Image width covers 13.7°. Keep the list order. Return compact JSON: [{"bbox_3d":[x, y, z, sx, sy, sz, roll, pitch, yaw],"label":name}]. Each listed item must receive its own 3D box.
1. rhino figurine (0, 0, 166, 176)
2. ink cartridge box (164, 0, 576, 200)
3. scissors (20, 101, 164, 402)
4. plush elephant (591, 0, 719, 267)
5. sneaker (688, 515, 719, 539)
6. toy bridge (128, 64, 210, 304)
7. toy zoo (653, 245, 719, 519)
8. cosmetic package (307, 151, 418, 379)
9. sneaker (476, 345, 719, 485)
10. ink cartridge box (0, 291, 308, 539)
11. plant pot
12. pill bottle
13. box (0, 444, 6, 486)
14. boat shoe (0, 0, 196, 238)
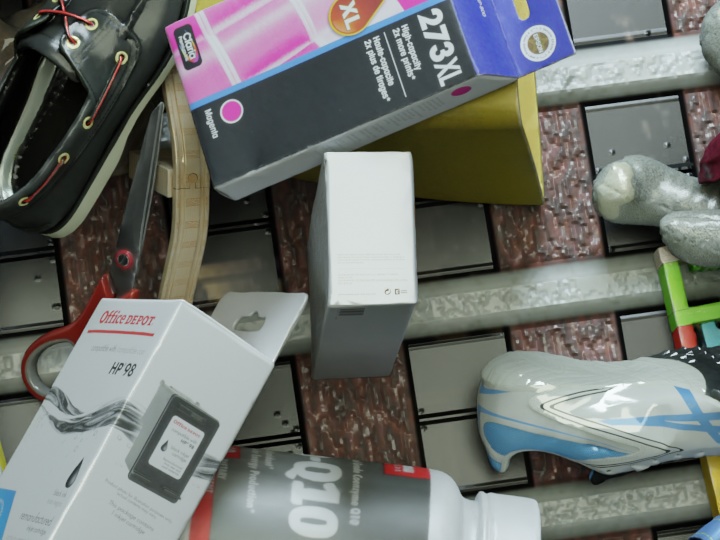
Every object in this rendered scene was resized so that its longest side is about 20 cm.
[{"bbox_3d":[-0.193,-0.124,1.700,0.199,0.060,0.088,30,83,5],"label":"rhino figurine"},{"bbox_3d":[0.003,-0.118,1.545,0.199,0.037,0.095,-22,74,12],"label":"ink cartridge box"},{"bbox_3d":[-0.126,0.007,1.646,0.073,0.014,0.201,36,113,14],"label":"scissors"},{"bbox_3d":[0.243,-0.071,1.654,0.200,0.155,0.165,39,72,13],"label":"plush elephant"},{"bbox_3d":[0.222,0.148,1.649,0.199,0.074,0.083,-17,85,-9],"label":"sneaker"},{"bbox_3d":[-0.104,-0.054,1.647,0.027,0.067,0.201,-4,104,-24],"label":"toy bridge"},{"bbox_3d":[0.252,0.073,1.710,0.130,0.020,0.201,-10,78,-6],"label":"toy zoo"},{"bbox_3d":[0.000,0.000,1.615,0.050,0.200,0.083,-3,78,-4],"label":"cosmetic package"},{"bbox_3d":[0.164,0.084,1.672,0.199,0.072,0.073,2,114,10],"label":"sneaker"},{"bbox_3d":[-0.119,0.081,1.576,0.067,0.116,0.201,34,75,-22],"label":"ink cartridge box"},{"bbox_3d":[0.003,-0.145,1.662,0.175,0.200,0.201,-5,78,7],"label":"plant pot"},{"bbox_3d":[-0.007,0.159,1.624,0.199,0.114,0.115,6,77,-3],"label":"pill bottle"},{"bbox_3d":[-0.261,0.072,1.615,0.117,0.048,0.201,-17,94,-4],"label":"box"},{"bbox_3d":[-0.148,-0.115,1.606,0.074,0.063,0.202,31,98,36],"label":"boat shoe"}]
